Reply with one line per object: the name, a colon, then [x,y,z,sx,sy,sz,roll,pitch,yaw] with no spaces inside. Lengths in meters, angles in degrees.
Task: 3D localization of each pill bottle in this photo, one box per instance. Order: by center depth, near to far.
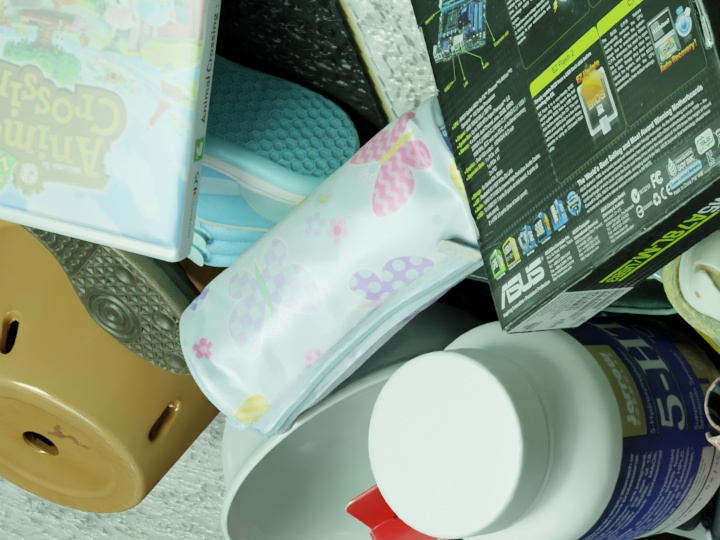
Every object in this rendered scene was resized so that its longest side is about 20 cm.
pill bottle: [0.096,0.084,1.208,0.119,0.121,0.199,1,-179,35]

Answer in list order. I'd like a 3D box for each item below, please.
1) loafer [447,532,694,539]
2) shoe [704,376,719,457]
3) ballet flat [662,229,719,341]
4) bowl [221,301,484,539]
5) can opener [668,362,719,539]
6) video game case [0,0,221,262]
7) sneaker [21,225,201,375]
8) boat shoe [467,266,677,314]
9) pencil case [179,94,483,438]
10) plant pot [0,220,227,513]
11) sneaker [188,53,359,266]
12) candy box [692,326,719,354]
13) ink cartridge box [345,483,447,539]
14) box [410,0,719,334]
loafer: [0.111,0.178,1.268,0.199,0.070,0.075,2,-175,-42]
shoe: [0.209,0.082,1.191,0.090,0.072,0.200,19,154,-8]
ballet flat: [0.189,0.007,1.052,0.071,0.071,0.200,50,168,-34]
bowl: [0.001,0.077,1.347,0.200,0.091,0.202,-18,147,-12]
can opener: [0.203,0.125,1.348,0.052,0.067,0.201,18,140,17]
video game case: [-0.165,-0.114,1.182,0.199,0.022,0.184,14,106,19]
sneaker: [-0.139,-0.033,1.310,0.200,0.076,0.070,47,142,-14]
boat shoe: [0.092,-0.011,1.215,0.199,0.062,0.073,2,142,33]
pencil case: [0.000,0.000,1.197,0.200,0.091,0.083,-38,158,23]
plant pot: [-0.163,0.050,1.415,0.199,0.141,0.201,19,148,12]
sneaker: [-0.108,-0.066,1.264,0.199,0.080,0.131,27,147,-1]
candy box: [0.254,0.055,1.230,0.102,0.027,0.200,-16,130,46]
ink cartridge box: [0.086,0.167,1.384,0.116,0.067,0.200,-33,144,9]
box: [0.095,-0.097,0.983,0.047,0.195,0.200,-3,160,-27]
